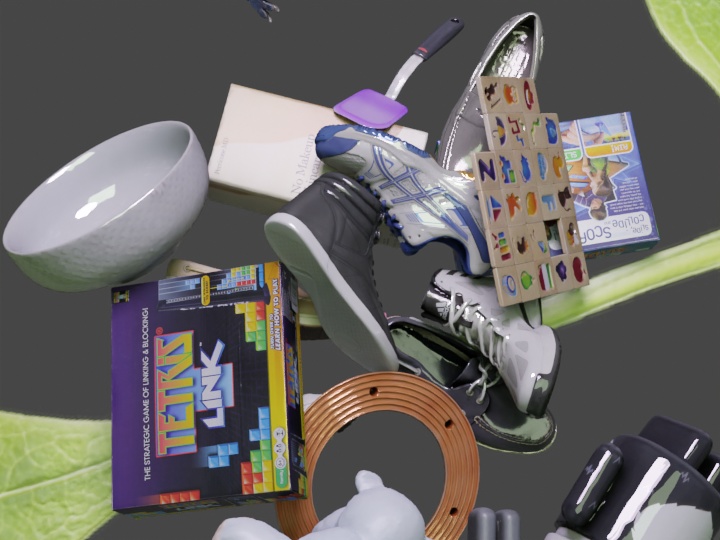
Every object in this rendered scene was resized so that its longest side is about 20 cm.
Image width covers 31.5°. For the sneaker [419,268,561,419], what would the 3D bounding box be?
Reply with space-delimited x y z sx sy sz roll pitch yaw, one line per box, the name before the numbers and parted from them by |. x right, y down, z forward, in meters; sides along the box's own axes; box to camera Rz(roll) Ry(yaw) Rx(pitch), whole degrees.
sneaker | 0.109 0.062 1.144 0.114 0.201 0.076 12 114 -8

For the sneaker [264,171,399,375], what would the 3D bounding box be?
sneaker | 0.000 0.000 1.131 0.099 0.070 0.201 -51 125 -30

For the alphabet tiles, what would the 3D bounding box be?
alphabet tiles | 0.150 -0.076 1.157 0.007 0.166 0.203 -12 88 37

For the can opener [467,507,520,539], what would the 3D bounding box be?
can opener | 0.125 0.314 1.139 0.052 0.066 0.203 10 69 -24

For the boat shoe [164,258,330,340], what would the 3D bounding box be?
boat shoe | -0.088 0.024 1.200 0.197 0.072 0.066 5 76 4

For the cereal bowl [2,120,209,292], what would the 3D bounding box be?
cereal bowl | -0.221 -0.047 1.168 0.199 0.200 0.084 -36 118 -11

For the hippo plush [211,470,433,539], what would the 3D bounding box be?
hippo plush | -0.027 0.231 1.049 0.159 0.200 0.161 42 43 4

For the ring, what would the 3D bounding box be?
ring | 0.015 0.189 1.152 0.198 0.019 0.203 -3 97 -20

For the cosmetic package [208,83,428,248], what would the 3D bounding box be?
cosmetic package | -0.042 -0.100 1.232 0.197 0.071 0.107 13 76 0

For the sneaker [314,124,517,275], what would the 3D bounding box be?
sneaker | 0.042 -0.063 1.153 0.198 0.075 0.089 24 86 1

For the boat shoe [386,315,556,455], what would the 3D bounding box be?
boat shoe | 0.097 0.107 1.190 0.199 0.063 0.073 32 76 5

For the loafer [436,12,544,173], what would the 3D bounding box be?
loafer | 0.124 -0.156 1.220 0.069 0.070 0.202 20 76 1

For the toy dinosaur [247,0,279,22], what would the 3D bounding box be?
toy dinosaur | -0.052 -0.345 1.292 0.198 0.106 0.182 23 54 16

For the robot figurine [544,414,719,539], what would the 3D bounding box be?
robot figurine | 0.246 0.229 1.134 0.150 0.125 0.201 38 76 7

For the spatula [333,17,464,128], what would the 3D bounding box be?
spatula | 0.049 -0.197 1.257 0.056 0.021 0.200 28 55 20

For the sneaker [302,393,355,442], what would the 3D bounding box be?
sneaker | -0.098 0.133 1.173 0.197 0.075 0.082 -12 67 -6

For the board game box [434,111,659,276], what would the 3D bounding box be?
board game box | 0.181 -0.074 1.255 0.197 0.034 0.137 -8 76 -4

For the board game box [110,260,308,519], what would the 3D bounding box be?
board game box | -0.133 0.104 1.112 0.163 0.057 0.203 -9 70 12
